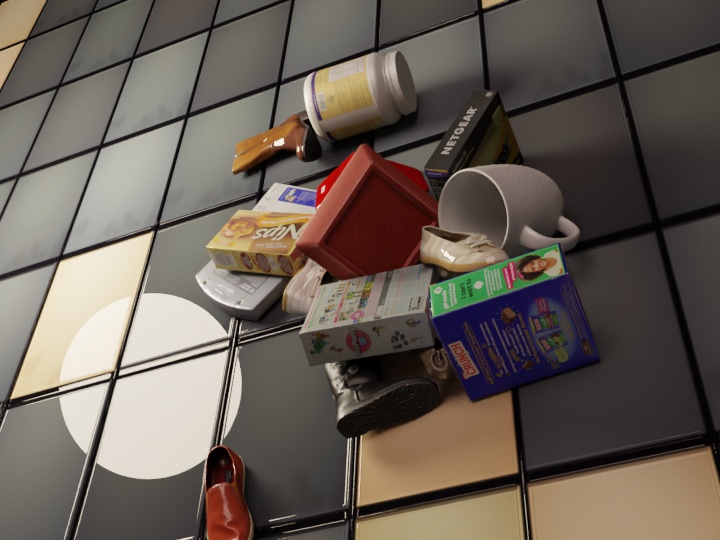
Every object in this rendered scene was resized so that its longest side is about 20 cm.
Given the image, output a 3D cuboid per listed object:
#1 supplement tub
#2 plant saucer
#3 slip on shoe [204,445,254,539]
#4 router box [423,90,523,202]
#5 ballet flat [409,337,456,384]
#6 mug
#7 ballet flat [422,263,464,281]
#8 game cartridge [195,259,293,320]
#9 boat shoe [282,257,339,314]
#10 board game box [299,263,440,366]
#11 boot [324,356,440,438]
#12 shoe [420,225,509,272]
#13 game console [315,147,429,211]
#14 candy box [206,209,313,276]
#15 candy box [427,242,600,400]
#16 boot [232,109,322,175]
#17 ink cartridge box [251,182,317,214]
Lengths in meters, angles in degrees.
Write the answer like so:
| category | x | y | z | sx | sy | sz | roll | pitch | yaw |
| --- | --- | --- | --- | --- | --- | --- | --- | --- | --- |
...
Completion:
| category | x | y | z | sx | sy | sz | roll | pitch | yaw |
| --- | --- | --- | --- | --- | --- | --- | --- | --- | --- |
| supplement tub | 0.001 | -0.351 | 2.025 | 0.197 | 0.146 | 0.147 | -14 | 41 | 19 |
| plant saucer | 0.027 | -0.064 | 1.621 | 0.201 | 0.199 | 0.037 | -55 | 21 | -3 |
| slip on shoe | -0.199 | 0.342 | 1.480 | 0.073 | 0.062 | 0.201 | -21 | 41 | 9 |
| router box | 0.195 | -0.180 | 1.712 | 0.052 | 0.158 | 0.201 | 8 | 53 | 37 |
| ballet flat | 0.094 | 0.106 | 1.526 | 0.066 | 0.047 | 0.200 | -3 | 23 | -18 |
| mug | 0.248 | -0.081 | 1.564 | 0.174 | 0.150 | 0.199 | -11 | 33 | -41 |
| ballet flat | 0.150 | 0.005 | 1.606 | 0.198 | 0.076 | 0.068 | 11 | 55 | 40 |
| game cartridge | -0.214 | 0.019 | 1.854 | 0.133 | 0.041 | 0.199 | -42 | 40 | -20 |
| boat shoe | -0.064 | 0.009 | 1.752 | 0.068 | 0.071 | 0.201 | 17 | 48 | 16 |
| board game box | 0.020 | 0.066 | 1.540 | 0.197 | 0.065 | 0.148 | -11 | 26 | 17 |
| boot | 0.026 | 0.150 | 1.549 | 0.163 | 0.066 | 0.201 | -18 | 32 | 3 |
| shoe | 0.148 | -0.032 | 1.489 | 0.069 | 0.054 | 0.199 | -9 | 11 | -30 |
| game console | 0.017 | -0.144 | 1.805 | 0.172 | 0.119 | 0.200 | -42 | 12 | 9 |
| candy box | -0.168 | -0.051 | 1.829 | 0.198 | 0.056 | 0.116 | 6 | 44 | 33 |
| candy box | 0.214 | 0.075 | 1.417 | 0.197 | 0.170 | 0.078 | -19 | 34 | 12 |
| boot | -0.183 | -0.252 | 2.097 | 0.198 | 0.069 | 0.190 | -21 | 40 | 12 |
| ink cartridge box | -0.118 | -0.111 | 1.929 | 0.198 | 0.039 | 0.100 | 13 | 55 | 42 |
